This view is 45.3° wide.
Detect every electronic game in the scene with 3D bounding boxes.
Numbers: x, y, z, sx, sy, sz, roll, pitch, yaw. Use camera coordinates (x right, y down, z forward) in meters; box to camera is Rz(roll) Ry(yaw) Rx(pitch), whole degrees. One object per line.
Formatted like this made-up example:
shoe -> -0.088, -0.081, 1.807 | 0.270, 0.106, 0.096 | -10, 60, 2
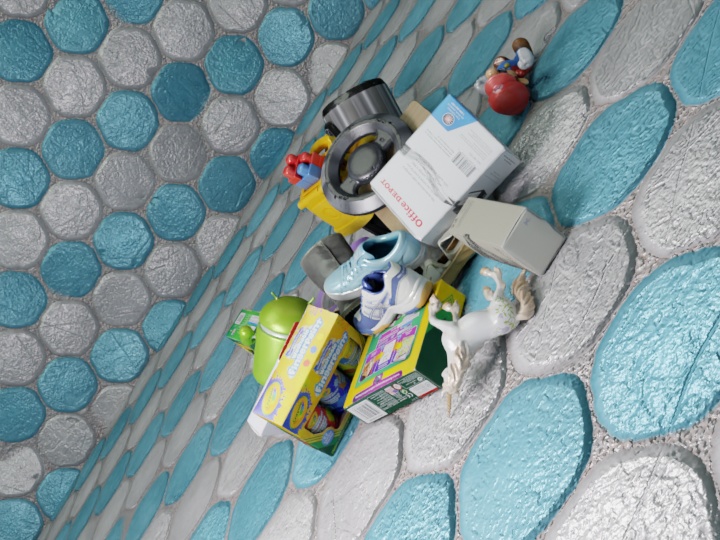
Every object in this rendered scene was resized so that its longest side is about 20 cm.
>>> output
electronic game -> 0.013, -0.193, 1.563 | 0.199, 0.042, 0.201 | -13, 64, 28

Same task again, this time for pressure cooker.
pressure cooker -> 0.025, -0.320, 1.994 | 0.178, 0.201, 0.176 | -28, 1, 39

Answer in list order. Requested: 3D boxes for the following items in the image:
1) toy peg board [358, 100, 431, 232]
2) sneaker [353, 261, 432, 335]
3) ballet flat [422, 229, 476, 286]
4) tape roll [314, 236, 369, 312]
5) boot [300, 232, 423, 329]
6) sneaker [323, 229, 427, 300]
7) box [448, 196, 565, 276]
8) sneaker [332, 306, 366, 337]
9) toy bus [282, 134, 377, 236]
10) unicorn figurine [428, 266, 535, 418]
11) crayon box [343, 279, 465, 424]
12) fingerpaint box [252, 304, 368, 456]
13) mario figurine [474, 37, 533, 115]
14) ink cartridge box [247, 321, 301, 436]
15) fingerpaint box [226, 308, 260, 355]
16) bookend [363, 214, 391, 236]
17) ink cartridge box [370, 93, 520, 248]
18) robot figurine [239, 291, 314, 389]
toy peg board -> 0.115, -0.164, 1.559 | 0.200, 0.098, 0.199 | -52, 45, 12
sneaker -> 0.032, 0.038, 1.383 | 0.200, 0.088, 0.076 | -38, 22, 52
ballet flat -> 0.140, -0.018, 1.407 | 0.200, 0.063, 0.069 | -54, 21, 13
tape roll -> -0.013, 0.034, 1.719 | 0.200, 0.065, 0.201 | -49, 21, 26
boot -> 0.000, -0.002, 1.546 | 0.181, 0.073, 0.200 | -29, 38, -3
sneaker -> 0.009, -0.019, 1.438 | 0.199, 0.082, 0.074 | -27, 45, 24
box -> 0.209, -0.053, 1.261 | 0.069, 0.082, 0.200 | -57, 17, -1
sneaker -> 0.001, 0.079, 1.587 | 0.200, 0.078, 0.079 | -53, 13, 11
toy bus -> -0.053, -0.197, 1.699 | 0.136, 0.191, 0.201 | -32, 38, 53
unicorn figurine -> 0.151, 0.082, 1.179 | 0.200, 0.074, 0.138 | -41, 42, 22
crayon box -> 0.069, 0.130, 1.358 | 0.200, 0.058, 0.173 | -37, 25, 49
fingerpaint box -> -0.065, 0.185, 1.437 | 0.073, 0.167, 0.201 | 16, 72, 37
mario figurine -> 0.261, -0.364, 1.574 | 0.200, 0.105, 0.124 | -69, -15, -51
ink cartridge box -> -0.090, 0.189, 1.488 | 0.057, 0.162, 0.201 | 41, 110, 33
fingerpaint box -> -0.165, 0.154, 1.730 | 0.074, 0.166, 0.200 | -59, 19, -11
bookend -> 0.089, -0.153, 1.713 | 0.200, 0.092, 0.200 | -62, 22, 1
ink cartridge box -> 0.137, -0.160, 1.411 | 0.200, 0.084, 0.145 | -47, 62, 15
robot figurine -> -0.132, 0.136, 1.551 | 0.116, 0.174, 0.201 | -91, 9, -71
